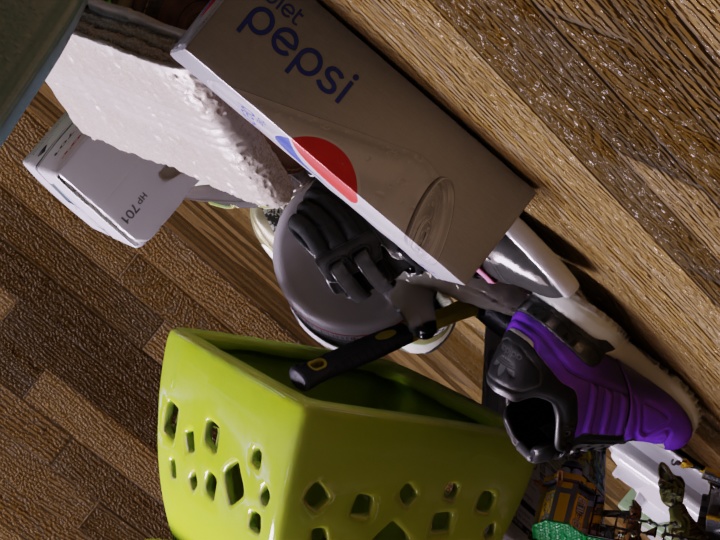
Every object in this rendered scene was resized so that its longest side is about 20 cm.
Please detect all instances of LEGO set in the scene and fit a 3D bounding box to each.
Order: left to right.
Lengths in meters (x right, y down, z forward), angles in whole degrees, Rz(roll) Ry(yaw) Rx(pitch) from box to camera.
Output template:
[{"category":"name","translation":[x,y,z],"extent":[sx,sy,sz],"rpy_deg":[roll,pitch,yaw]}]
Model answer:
[{"category":"LEGO set","translation":[0.210,0.164,1.558],"extent":[0.199,0.116,0.154],"rpy_deg":[3,143,20]}]

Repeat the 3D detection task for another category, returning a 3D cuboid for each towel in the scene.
[{"category":"towel","translation":[-0.130,-0.109,1.392],"extent":[0.199,0.035,0.133],"rpy_deg":[24,157,40]}]

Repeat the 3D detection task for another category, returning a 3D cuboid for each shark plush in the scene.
[{"category":"shark plush","translation":[0.026,-0.029,1.508],"extent":[0.199,0.091,0.083],"rpy_deg":[31,-158,27]}]

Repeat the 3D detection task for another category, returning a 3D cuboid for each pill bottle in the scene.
[{"category":"pill bottle","translation":[0.000,0.000,1.646],"extent":[0.114,0.114,0.200],"rpy_deg":[38,175,6]}]

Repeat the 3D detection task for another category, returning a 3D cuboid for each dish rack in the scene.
[{"category":"dish rack","translation":[0.278,0.198,1.834],"extent":[0.200,0.044,0.172],"rpy_deg":[35,173,25]}]

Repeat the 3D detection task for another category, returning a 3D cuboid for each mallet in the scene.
[{"category":"mallet","translation":[0.029,0.032,1.501],"extent":[0.066,0.199,0.041],"rpy_deg":[49,138,34]}]

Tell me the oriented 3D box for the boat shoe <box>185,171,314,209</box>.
[{"category":"boat shoe","translation":[-0.103,-0.079,1.789],"extent":[0.060,0.072,0.201],"rpy_deg":[37,164,-29]}]

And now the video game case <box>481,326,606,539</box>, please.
[{"category":"video game case","translation":[0.134,0.136,1.680],"extent":[0.022,0.183,0.200],"rpy_deg":[-9,150,25]}]

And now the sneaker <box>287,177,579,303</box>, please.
[{"category":"sneaker","translation":[0.038,-0.009,1.393],"extent":[0.200,0.099,0.071],"rpy_deg":[33,171,35]}]

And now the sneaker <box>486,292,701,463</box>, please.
[{"category":"sneaker","translation":[0.138,0.082,1.457],"extent":[0.069,0.100,0.200],"rpy_deg":[34,176,43]}]

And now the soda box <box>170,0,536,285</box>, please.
[{"category":"soda box","translation":[-0.004,-0.079,1.248],"extent":[0.200,0.068,0.063],"rpy_deg":[40,174,-12]}]

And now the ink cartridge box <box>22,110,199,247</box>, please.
[{"category":"ink cartridge box","translation":[-0.161,-0.102,1.697],"extent":[0.086,0.147,0.200],"rpy_deg":[41,174,-13]}]

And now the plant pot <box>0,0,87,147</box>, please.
[{"category":"plant pot","translation":[-0.222,-0.174,1.195],"extent":[0.196,0.200,0.196],"rpy_deg":[39,172,-7]}]

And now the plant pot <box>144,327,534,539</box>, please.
[{"category":"plant pot","translation":[-0.025,0.158,1.553],"extent":[0.199,0.183,0.199],"rpy_deg":[9,-172,-33]}]

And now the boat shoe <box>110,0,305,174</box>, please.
[{"category":"boat shoe","translation":[-0.079,-0.115,1.429],"extent":[0.067,0.072,0.200],"rpy_deg":[36,172,42]}]

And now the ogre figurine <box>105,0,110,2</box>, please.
[{"category":"ogre figurine","translation":[-0.278,-0.232,1.727],"extent":[0.120,0.098,0.200],"rpy_deg":[17,-151,-50]}]

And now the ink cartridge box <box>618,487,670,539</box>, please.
[{"category":"ink cartridge box","translation":[0.332,0.267,2.033],"extent":[0.200,0.048,0.145],"rpy_deg":[45,172,-32]}]

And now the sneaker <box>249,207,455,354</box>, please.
[{"category":"sneaker","translation":[0.004,-0.013,1.846],"extent":[0.200,0.077,0.089],"rpy_deg":[34,162,-8]}]
